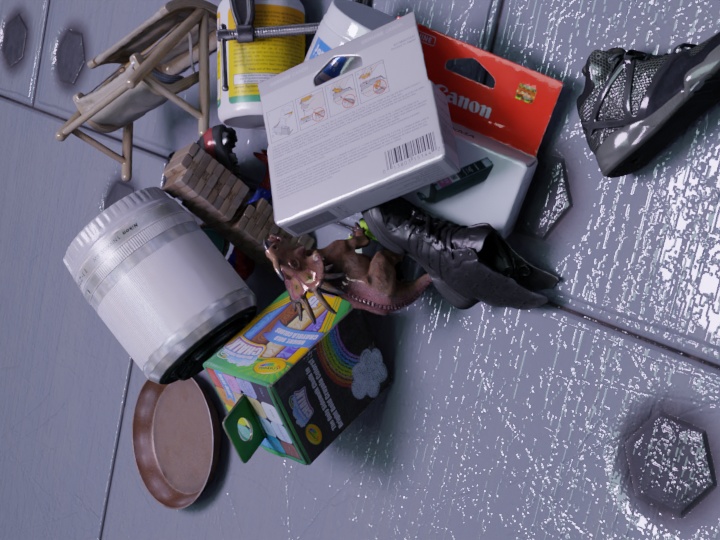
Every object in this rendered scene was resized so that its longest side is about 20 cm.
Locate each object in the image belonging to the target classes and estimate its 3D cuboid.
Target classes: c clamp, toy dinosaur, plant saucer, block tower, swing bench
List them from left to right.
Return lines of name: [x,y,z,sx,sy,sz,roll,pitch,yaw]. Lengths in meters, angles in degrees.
swing bench: [-0.286,-0.258,1.528,0.199,0.130,0.201,-22,45,43]
plant saucer: [-0.257,0.236,1.597,0.200,0.034,0.201,-3,86,45]
block tower: [-0.153,-0.071,1.390,0.058,0.200,0.054,-14,43,55]
c clamp: [-0.081,-0.313,1.359,0.027,0.199,0.171,86,174,-82]
toy dinosaur: [-0.004,0.012,1.216,0.199,0.136,0.086,13,114,6]

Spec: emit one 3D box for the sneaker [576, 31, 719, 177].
sneaker: [0.274,-0.185,1.035,0.199,0.076,0.114,-43,66,42]

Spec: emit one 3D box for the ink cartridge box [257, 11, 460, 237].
ink cartridge box: [-0.006,-0.150,1.171,0.199,0.045,0.177,-20,63,23]

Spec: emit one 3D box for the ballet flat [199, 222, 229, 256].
ballet flat: [-0.219,0.031,1.458,0.075,0.068,0.201,-150,82,-85]

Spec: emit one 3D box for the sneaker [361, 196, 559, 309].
sneaker: [0.100,-0.026,1.161,0.200,0.060,0.104,43,142,-10]

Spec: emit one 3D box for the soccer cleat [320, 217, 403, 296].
soccer cleat: [0.000,0.000,1.322,0.081,0.067,0.200,54,127,13]

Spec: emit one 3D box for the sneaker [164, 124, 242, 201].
sneaker: [-0.204,-0.131,1.452,0.200,0.098,0.071,123,141,-73]

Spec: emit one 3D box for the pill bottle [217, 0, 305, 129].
pill bottle: [-0.125,-0.286,1.422,0.113,0.113,0.201,-4,85,45]

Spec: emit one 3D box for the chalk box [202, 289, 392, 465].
chalk box: [-0.085,0.130,1.284,0.124,0.200,0.125,12,134,45]

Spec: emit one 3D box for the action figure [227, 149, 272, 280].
action figure: [-0.147,-0.058,1.474,0.052,0.065,0.201,15,103,2]

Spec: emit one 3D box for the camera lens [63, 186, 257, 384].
camera lens: [-0.233,0.022,1.339,0.200,0.160,0.160,51,126,7]

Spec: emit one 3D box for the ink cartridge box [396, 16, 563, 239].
ink cartridge box: [0.091,-0.148,1.177,0.200,0.044,0.174,26,118,17]

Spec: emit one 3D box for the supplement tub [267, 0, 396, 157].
supplement tub: [-0.015,-0.193,1.293,0.132,0.132,0.200,43,119,37]
